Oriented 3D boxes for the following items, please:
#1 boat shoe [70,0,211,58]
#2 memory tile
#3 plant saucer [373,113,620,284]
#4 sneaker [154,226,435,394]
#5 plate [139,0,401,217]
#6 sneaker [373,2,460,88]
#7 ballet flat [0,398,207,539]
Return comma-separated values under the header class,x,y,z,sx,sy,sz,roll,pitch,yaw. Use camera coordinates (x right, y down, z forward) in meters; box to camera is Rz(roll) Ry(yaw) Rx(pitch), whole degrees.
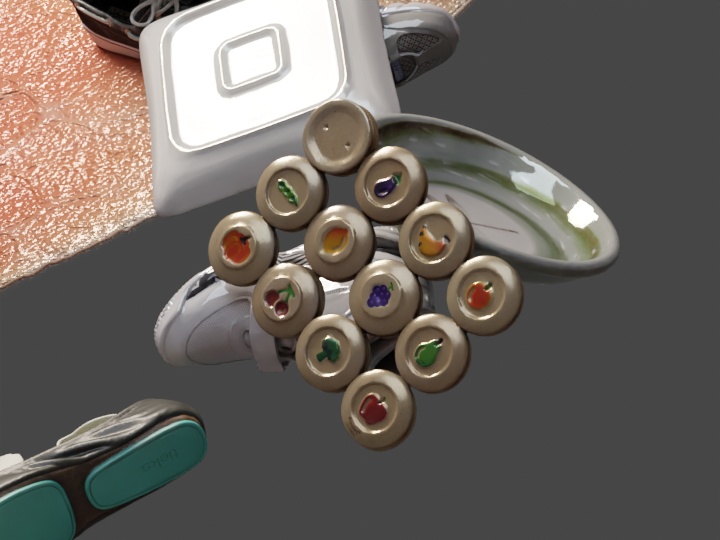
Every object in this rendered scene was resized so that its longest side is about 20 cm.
class,x,y,z,sx,sy,sz,roll,pitch,yaw
boat shoe,-0.158,-0.211,1.610,0.199,0.068,0.074,22,71,33
memory tile,0.000,0.000,1.252,0.153,0.017,0.200,-46,66,11
plant saucer,0.080,-0.038,1.344,0.200,0.050,0.200,20,25,-10
sneaker,-0.036,0.042,1.312,0.199,0.075,0.115,-16,40,-5
plate,-0.077,-0.151,1.479,0.199,0.032,0.200,-18,52,11
sneaker,-0.010,-0.136,1.511,0.200,0.075,0.082,-25,51,4
ballet flat,-0.193,0.140,1.267,0.200,0.068,0.068,-24,32,-25
